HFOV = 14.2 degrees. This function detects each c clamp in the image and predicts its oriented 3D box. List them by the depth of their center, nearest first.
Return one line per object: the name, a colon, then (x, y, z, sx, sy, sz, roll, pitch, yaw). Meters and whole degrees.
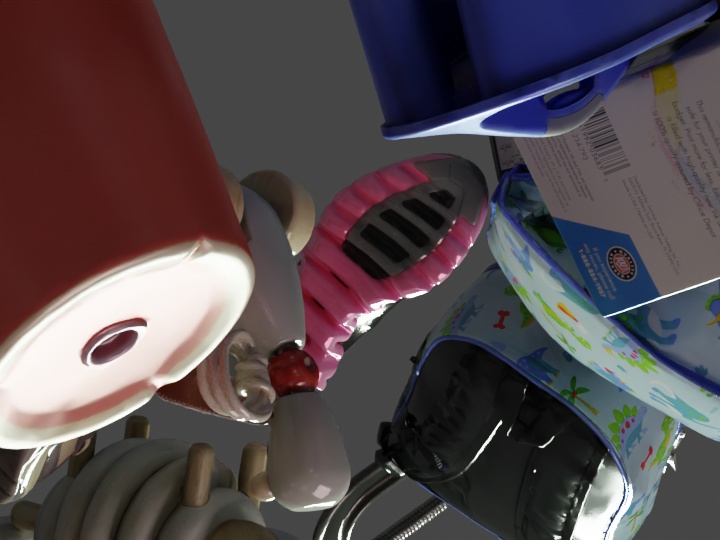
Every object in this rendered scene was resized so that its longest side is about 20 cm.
c clamp: (0.023, 0.173, 2.047, 0.200, 0.027, 0.171, -36, 148, -21)

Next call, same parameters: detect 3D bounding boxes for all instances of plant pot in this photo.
plant pot: (-0.148, -0.034, 1.256, 0.200, 0.178, 0.201, -29, 157, -13)

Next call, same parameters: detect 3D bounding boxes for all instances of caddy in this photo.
caddy: (0.086, -0.118, 1.408, 0.141, 0.106, 0.200, -13, -170, 41)

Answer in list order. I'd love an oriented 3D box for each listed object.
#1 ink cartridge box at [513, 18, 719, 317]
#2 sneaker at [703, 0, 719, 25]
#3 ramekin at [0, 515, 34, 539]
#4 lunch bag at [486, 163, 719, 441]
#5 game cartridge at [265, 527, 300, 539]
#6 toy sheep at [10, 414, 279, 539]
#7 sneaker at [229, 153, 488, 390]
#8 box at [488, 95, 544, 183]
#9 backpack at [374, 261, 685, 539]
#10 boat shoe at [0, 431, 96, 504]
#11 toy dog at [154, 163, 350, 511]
ink cartridge box: (0.190, -0.065, 1.470, 0.199, 0.117, 0.067, -20, -168, 35)
sneaker: (0.181, -0.172, 1.561, 0.098, 0.071, 0.201, -31, 157, -2)
ramekin: (-0.247, 0.252, 1.779, 0.199, 0.105, 0.200, -28, 157, -13)
lunch bag: (0.165, 0.006, 1.646, 0.170, 0.199, 0.128, 90, 25, -80)
game cartridge: (-0.096, 0.235, 2.039, 0.133, 0.041, 0.200, -42, 156, 8)
toy sheep: (-0.125, 0.157, 1.694, 0.138, 0.199, 0.139, -15, 110, -48)
sneaker: (0.000, 0.000, 1.680, 0.200, 0.079, 0.095, -42, 178, 20)
box: (0.195, -0.096, 1.644, 0.199, 0.050, 0.157, -15, 176, 44)
backpack: (0.124, 0.082, 1.853, 0.147, 0.183, 0.200, -48, 167, -27)
boat shoe: (-0.162, 0.052, 1.559, 0.073, 0.075, 0.200, -29, 168, -36)
toy dog: (-0.072, 0.034, 1.517, 0.096, 0.201, 0.132, -26, 137, 28)
